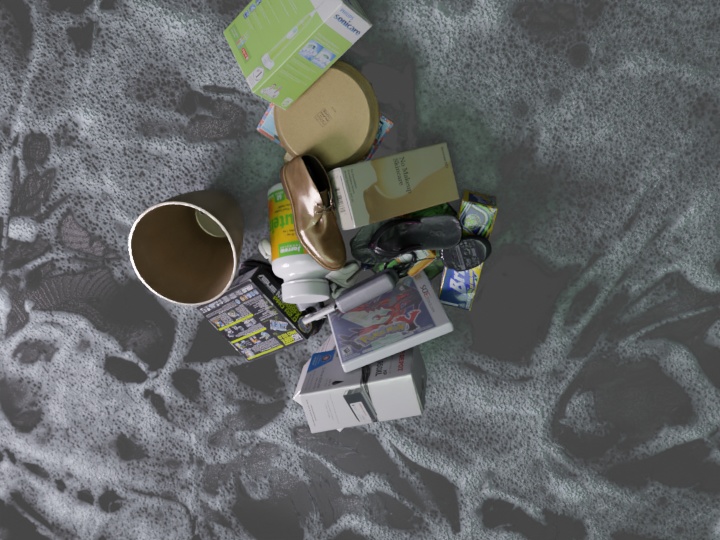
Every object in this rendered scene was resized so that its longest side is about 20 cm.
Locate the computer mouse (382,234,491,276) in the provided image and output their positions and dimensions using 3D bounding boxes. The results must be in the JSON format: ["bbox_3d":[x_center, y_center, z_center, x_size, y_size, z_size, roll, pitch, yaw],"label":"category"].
[{"bbox_3d":[0.132,-0.024,1.292,0.199,0.034,0.059,-10,107,22],"label":"computer mouse"}]

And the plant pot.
[{"bbox_3d":[-0.284,-0.066,1.322,0.186,0.200,0.188,3,115,7],"label":"plant pot"}]

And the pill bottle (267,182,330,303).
[{"bbox_3d":[-0.102,-0.048,1.302,0.110,0.111,0.201,-8,78,12],"label":"pill bottle"}]

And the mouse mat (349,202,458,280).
[{"bbox_3d":[0.098,-0.052,1.377,0.200,0.008,0.161,-39,103,21],"label":"mouse mat"}]

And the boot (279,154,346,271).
[{"bbox_3d":[-0.069,-0.096,1.225,0.075,0.073,0.201,-21,92,57],"label":"boot"}]

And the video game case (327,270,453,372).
[{"bbox_3d":[0.046,0.085,1.318,0.199,0.182,0.023,-22,122,0],"label":"video game case"}]

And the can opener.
[{"bbox_3d":[-0.030,0.037,1.321,0.199,0.053,0.067,-28,100,23],"label":"can opener"}]

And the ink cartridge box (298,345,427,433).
[{"bbox_3d":[0.009,0.195,1.294,0.199,0.145,0.085,-12,111,11],"label":"ink cartridge box"}]

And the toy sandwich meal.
[{"bbox_3d":[-0.054,-0.256,1.259,0.204,0.070,0.206,4,106,13],"label":"toy sandwich meal"}]

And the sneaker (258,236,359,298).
[{"bbox_3d":[-0.094,-0.021,1.390,0.199,0.075,0.081,26,108,-12],"label":"sneaker"}]

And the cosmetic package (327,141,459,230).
[{"bbox_3d":[0.056,-0.142,1.242,0.199,0.071,0.106,-18,97,-20],"label":"cosmetic package"}]

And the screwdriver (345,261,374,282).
[{"bbox_3d":[0.000,0.000,1.302,0.028,0.200,0.029,25,113,7],"label":"screwdriver"}]

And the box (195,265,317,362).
[{"bbox_3d":[-0.202,0.087,1.419,0.200,0.044,0.160,-24,114,45],"label":"box"}]

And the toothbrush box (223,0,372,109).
[{"bbox_3d":[-0.103,-0.382,1.174,0.200,0.086,0.146,-40,61,23],"label":"toothbrush box"}]

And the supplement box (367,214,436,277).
[{"bbox_3d":[0.053,-0.088,1.326,0.069,0.067,0.200,-34,107,17],"label":"supplement box"}]

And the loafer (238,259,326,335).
[{"bbox_3d":[-0.153,0.052,1.431,0.200,0.063,0.072,37,115,-9],"label":"loafer"}]

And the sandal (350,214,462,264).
[{"bbox_3d":[0.072,-0.059,1.259,0.199,0.048,0.076,-11,88,19],"label":"sandal"}]

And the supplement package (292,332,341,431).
[{"bbox_3d":[-0.020,0.188,1.441,0.121,0.120,0.200,36,115,-9],"label":"supplement package"}]

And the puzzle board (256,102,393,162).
[{"bbox_3d":[-0.064,-0.253,1.304,0.199,0.017,0.151,33,115,-6],"label":"puzzle board"}]

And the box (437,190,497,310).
[{"bbox_3d":[0.190,-0.035,1.328,0.064,0.070,0.201,12,113,4],"label":"box"}]
